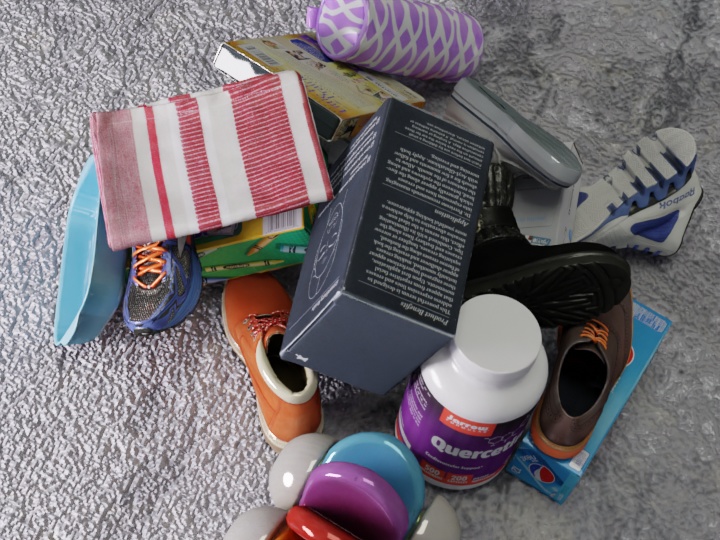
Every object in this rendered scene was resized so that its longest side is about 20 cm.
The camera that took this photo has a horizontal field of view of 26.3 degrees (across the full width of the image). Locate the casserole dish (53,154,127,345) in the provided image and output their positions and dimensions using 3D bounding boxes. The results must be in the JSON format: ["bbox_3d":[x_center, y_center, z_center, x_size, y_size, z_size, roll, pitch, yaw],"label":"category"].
[{"bbox_3d":[-0.249,-0.018,1.443,0.039,0.121,0.200,14,54,-21],"label":"casserole dish"}]

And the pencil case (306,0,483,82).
[{"bbox_3d":[0.039,-0.243,1.596,0.200,0.085,0.084,7,90,-44],"label":"pencil case"}]

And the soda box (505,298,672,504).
[{"bbox_3d":[0.217,0.117,1.446,0.064,0.068,0.200,32,59,10],"label":"soda box"}]

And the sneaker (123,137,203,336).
[{"bbox_3d":[-0.184,-0.033,1.387,0.075,0.078,0.200,-8,59,23],"label":"sneaker"}]

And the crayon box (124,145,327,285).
[{"bbox_3d":[-0.132,-0.055,1.463,0.199,0.058,0.119,-12,56,18],"label":"crayon box"}]

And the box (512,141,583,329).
[{"bbox_3d":[0.127,-0.032,1.506,0.156,0.041,0.200,-4,53,25],"label":"box"}]

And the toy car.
[{"bbox_3d":[-0.013,0.220,1.299,0.175,0.150,0.200,29,58,11],"label":"toy car"}]

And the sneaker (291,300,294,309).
[{"bbox_3d":[0.002,0.002,1.438,0.060,0.104,0.200,46,20,-6],"label":"sneaker"}]

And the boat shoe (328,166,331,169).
[{"bbox_3d":[-0.047,-0.072,1.524,0.199,0.074,0.076,-11,60,-11],"label":"boat shoe"}]

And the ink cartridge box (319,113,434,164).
[{"bbox_3d":[-0.016,-0.157,1.557,0.199,0.050,0.162,3,27,-3],"label":"ink cartridge box"}]

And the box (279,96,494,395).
[{"bbox_3d":[0.023,-0.019,1.327,0.107,0.148,0.200,22,60,-14],"label":"box"}]

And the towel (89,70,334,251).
[{"bbox_3d":[-0.135,-0.100,1.362,0.199,0.023,0.144,-13,61,-3],"label":"towel"}]

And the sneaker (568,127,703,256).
[{"bbox_3d":[0.265,-0.046,1.547,0.199,0.115,0.081,-31,42,8],"label":"sneaker"}]

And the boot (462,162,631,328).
[{"bbox_3d":[0.144,-0.029,1.409,0.211,0.079,0.158,-11,50,23],"label":"boot"}]

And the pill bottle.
[{"bbox_3d":[0.099,0.106,1.357,0.112,0.200,0.113,4,57,-7],"label":"pill bottle"}]

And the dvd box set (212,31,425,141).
[{"bbox_3d":[-0.036,-0.185,1.519,0.146,0.029,0.200,33,23,15],"label":"dvd box set"}]

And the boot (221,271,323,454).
[{"bbox_3d":[-0.079,0.060,1.419,0.075,0.107,0.200,-16,58,-11],"label":"boot"}]

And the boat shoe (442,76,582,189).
[{"bbox_3d":[0.144,-0.118,1.502,0.073,0.067,0.200,18,20,-34],"label":"boat shoe"}]

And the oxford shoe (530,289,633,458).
[{"bbox_3d":[0.212,0.072,1.389,0.071,0.073,0.200,19,58,3],"label":"oxford shoe"}]
